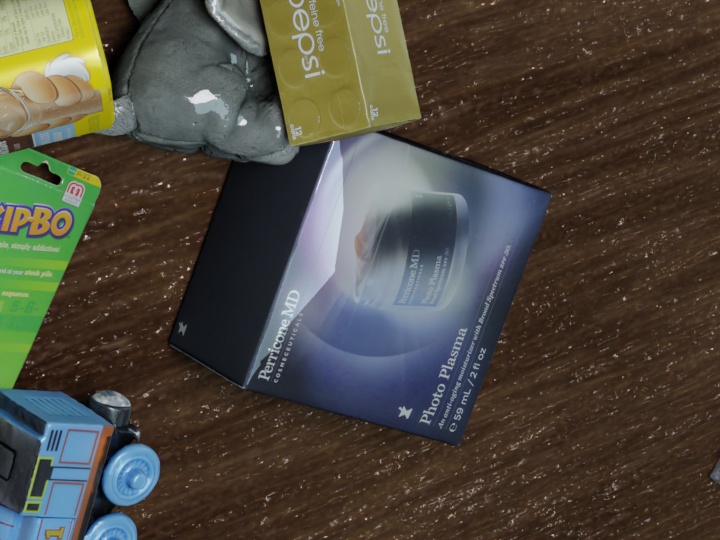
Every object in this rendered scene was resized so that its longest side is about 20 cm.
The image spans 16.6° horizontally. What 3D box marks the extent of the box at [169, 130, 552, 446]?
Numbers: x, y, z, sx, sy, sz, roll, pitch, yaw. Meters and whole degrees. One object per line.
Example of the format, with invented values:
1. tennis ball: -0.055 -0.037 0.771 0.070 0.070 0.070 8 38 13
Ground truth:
1. box: 0.000 0.000 1.762 0.198 0.123 0.200 17 95 -34

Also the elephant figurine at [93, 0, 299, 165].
1. elephant figurine: -0.094 -0.178 1.660 0.141 0.155 0.201 9 90 9

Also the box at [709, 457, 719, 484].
1. box: 0.410 0.126 2.066 0.132 0.115 0.200 30 87 -36

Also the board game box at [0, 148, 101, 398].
1. board game box: -0.254 0.012 1.661 0.095 0.030 0.200 23 95 -36

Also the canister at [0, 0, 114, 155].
1. canister: -0.256 -0.109 1.513 0.200 0.149 0.087 -15 82 -6

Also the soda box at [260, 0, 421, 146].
1. soda box: -0.023 -0.186 1.606 0.064 0.068 0.200 -15 93 -55

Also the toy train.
1. toy train: -0.215 0.175 1.694 0.114 0.087 0.200 7 105 -41
